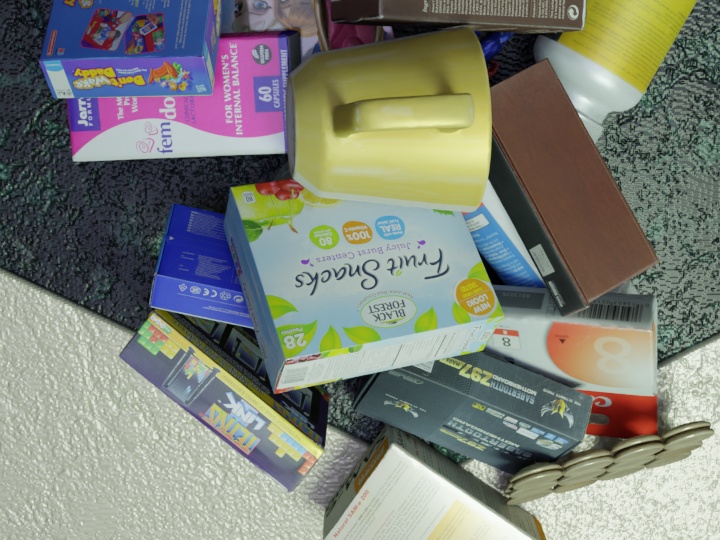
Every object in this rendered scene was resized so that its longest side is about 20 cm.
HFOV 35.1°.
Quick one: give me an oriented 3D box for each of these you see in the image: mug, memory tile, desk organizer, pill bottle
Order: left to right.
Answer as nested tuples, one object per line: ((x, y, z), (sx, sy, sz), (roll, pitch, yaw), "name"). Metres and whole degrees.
((0.019, -0.129, 0.919), (0.151, 0.187, 0.151), (-3, 62, -8), "mug")
((0.175, -0.027, 1.079), (0.112, 0.112, 0.201), (-37, 101, 7), "pill bottle")
((0.166, -0.070, 0.973), (0.076, 0.072, 0.202), (-27, 85, -9), "desk organizer")
((0.238, 0.189, 1.113), (0.197, 0.154, 0.017), (-15, 70, 0), "memory tile")
((0.227, -0.218, 1.037), (0.111, 0.112, 0.202), (28, 100, -6), "pill bottle")

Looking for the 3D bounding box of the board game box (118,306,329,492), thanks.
((-0.121, 0.101, 1.078), (0.199, 0.165, 0.057), (40, 101, -7), "board game box")

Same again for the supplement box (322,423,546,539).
((0.075, 0.264, 1.160), (0.199, 0.074, 0.127), (35, 100, -7), "supplement box")

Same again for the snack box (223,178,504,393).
((0.000, 0.000, 0.972), (0.197, 0.068, 0.170), (-9, 62, -19), "snack box")

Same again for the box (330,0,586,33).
((0.082, -0.241, 0.961), (0.197, 0.100, 0.076), (-5, 101, -26), "box")

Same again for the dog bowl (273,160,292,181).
((-0.003, -0.031, 1.105), (0.197, 0.059, 0.203), (0, 102, 1), "dog bowl")

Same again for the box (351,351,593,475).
((0.101, 0.127, 1.089), (0.198, 0.158, 0.052), (23, 65, -3), "box")

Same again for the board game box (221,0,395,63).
((-0.082, -0.268, 1.061), (0.197, 0.041, 0.202), (-16, 102, 4), "board game box")

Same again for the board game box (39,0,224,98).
((-0.183, -0.236, 0.959), (0.132, 0.202, 0.045), (0, 147, 3), "board game box")

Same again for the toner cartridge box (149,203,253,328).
((-0.082, 0.006, 1.023), (0.197, 0.096, 0.043), (13, 132, -8), "toner cartridge box")

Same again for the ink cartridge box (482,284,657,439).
((0.197, 0.103, 1.071), (0.160, 0.050, 0.202), (4, 131, 19), "ink cartridge box")

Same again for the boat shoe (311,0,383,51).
((-0.009, -0.251, 1.008), (0.073, 0.069, 0.203), (-8, 102, 0), "boat shoe")

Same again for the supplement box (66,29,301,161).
((-0.153, -0.157, 1.015), (0.197, 0.103, 0.103), (-3, 104, 3), "supplement box")

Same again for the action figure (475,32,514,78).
((0.100, -0.206, 1.075), (0.065, 0.052, 0.200), (40, 101, -13), "action figure")
